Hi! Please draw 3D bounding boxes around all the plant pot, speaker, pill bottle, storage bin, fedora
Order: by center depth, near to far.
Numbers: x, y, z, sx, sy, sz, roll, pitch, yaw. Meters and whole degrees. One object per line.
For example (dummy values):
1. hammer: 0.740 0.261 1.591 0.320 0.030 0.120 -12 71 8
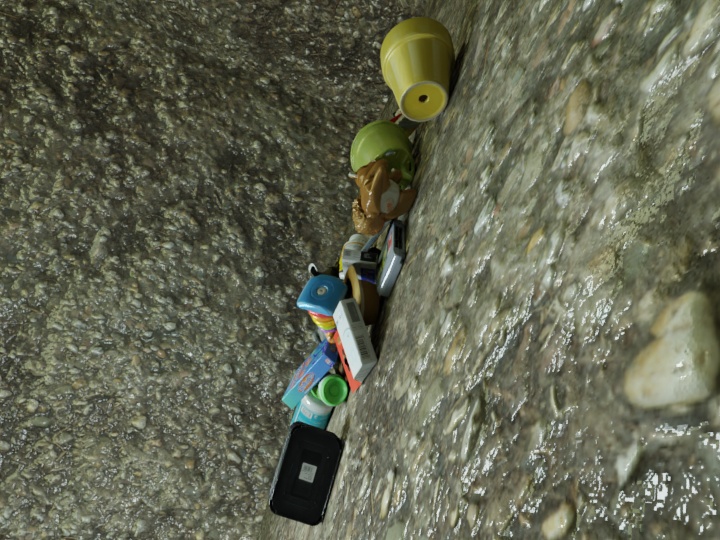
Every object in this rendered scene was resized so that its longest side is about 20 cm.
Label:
1. storage bin: -0.132 0.481 1.326 0.094 0.131 0.207 137 151 -77
2. fedora: 0.004 0.083 1.417 0.200 0.079 0.209 -178 90 -77
3. plant pot: 0.153 -0.501 1.421 0.203 0.193 0.195 118 154 -54
4. speaker: -0.092 0.331 1.568 0.200 0.086 0.091 155 134 -74
5. plant pot: 0.077 -0.316 1.617 0.185 0.194 0.206 -110 38 -63
6. pill bottle: -0.154 0.457 1.718 0.112 0.107 0.205 -83 13 -62
7. pill bottle: -0.020 -0.025 1.903 0.110 0.106 0.204 117 170 -50

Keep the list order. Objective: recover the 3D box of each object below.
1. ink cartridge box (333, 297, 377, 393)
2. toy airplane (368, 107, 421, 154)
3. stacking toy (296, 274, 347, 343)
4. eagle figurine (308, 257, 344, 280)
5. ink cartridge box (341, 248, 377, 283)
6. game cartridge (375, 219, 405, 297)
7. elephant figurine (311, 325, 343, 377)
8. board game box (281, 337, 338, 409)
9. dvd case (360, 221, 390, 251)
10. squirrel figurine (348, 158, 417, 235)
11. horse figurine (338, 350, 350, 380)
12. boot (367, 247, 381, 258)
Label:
1. ink cartridge box: -0.032 0.188 1.332 0.164 0.046 0.202 68 151 26
2. toy airplane: 0.110 -0.433 1.768 0.197 0.143 0.200 -38 0 12
3. stacking toy: -0.083 0.121 1.446 0.204 0.112 0.111 80 -149 -44
4. eagle figurine: -0.101 0.049 1.655 0.150 0.151 0.202 -40 13 36
5. ink cartridge box: 0.000 0.000 1.506 0.201 0.091 0.038 87 -169 -67
6. game cartridge: 0.076 -0.028 1.400 0.202 0.039 0.137 -83 9 -61
7. elephant figurine: -0.067 0.209 1.692 0.140 0.157 0.200 -38 17 -4
8. board game box: -0.131 0.274 1.560 0.201 0.045 0.153 -49 7 21
9. dvd case: 0.040 -0.098 1.668 0.202 0.017 0.143 -52 3 -11
10. squirrel figurine: 0.025 -0.196 1.457 0.204 0.138 0.187 -61 37 16
11. horse figurine: -0.030 0.225 1.524 0.135 0.048 0.204 101 176 -46
12. boot: 0.000 0.041 1.683 0.209 0.072 0.154 -66 7 -14
